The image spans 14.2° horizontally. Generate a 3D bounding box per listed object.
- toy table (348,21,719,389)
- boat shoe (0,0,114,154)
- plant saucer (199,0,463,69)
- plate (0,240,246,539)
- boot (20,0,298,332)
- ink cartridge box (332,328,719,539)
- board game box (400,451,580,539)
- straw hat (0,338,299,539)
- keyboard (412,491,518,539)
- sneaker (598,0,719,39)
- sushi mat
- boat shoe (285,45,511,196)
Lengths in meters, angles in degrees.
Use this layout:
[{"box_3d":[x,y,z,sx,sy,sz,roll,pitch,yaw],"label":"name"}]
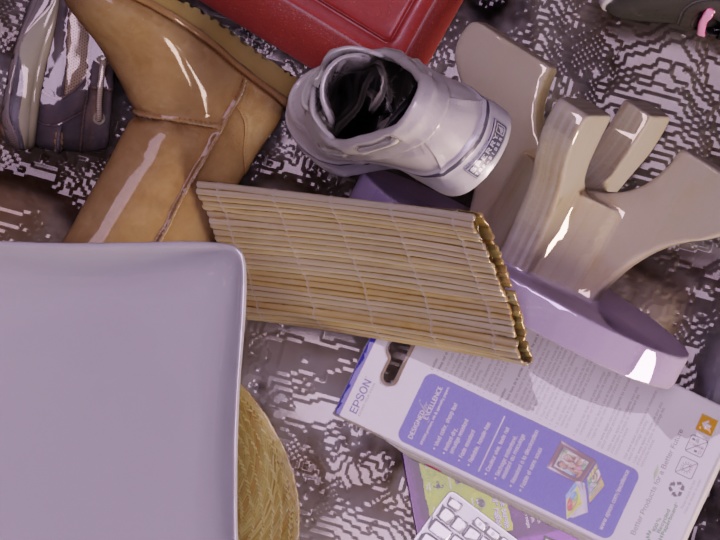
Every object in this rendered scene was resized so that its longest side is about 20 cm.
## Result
[{"box_3d":[0.105,-0.038,1.516,0.199,0.184,0.117,30,102,4],"label":"toy table"},{"box_3d":[-0.145,-0.159,1.596,0.073,0.074,0.201,14,91,-8],"label":"boat shoe"},{"box_3d":[-0.011,-0.218,1.571,0.199,0.037,0.200,30,87,-14],"label":"plant saucer"},{"box_3d":[-0.152,0.084,1.500,0.199,0.032,0.201,1,91,15],"label":"plate"},{"box_3d":[-0.131,-0.048,1.543,0.175,0.066,0.201,31,85,-36],"label":"boot"},{"box_3d":[0.095,0.080,1.540,0.199,0.037,0.095,26,82,6],"label":"ink cartridge box"},{"box_3d":[0.097,0.176,1.562,0.119,0.032,0.201,-11,84,6],"label":"board game box"},{"box_3d":[-0.117,0.133,1.552,0.200,0.085,0.202,0,89,15],"label":"straw hat"},{"box_3d":[0.111,0.200,1.541,0.200,0.011,0.056,37,87,6],"label":"keyboard"},{"box_3d":[0.230,-0.127,1.560,0.199,0.071,0.100,-4,79,-1],"label":"sneaker"},{"box_3d":[0.000,0.000,1.504,0.012,0.199,0.096,-44,126,-35],"label":"sushi mat"},{"box_3d":[0.002,-0.085,1.490,0.066,0.200,0.072,33,89,-28],"label":"boat shoe"}]
